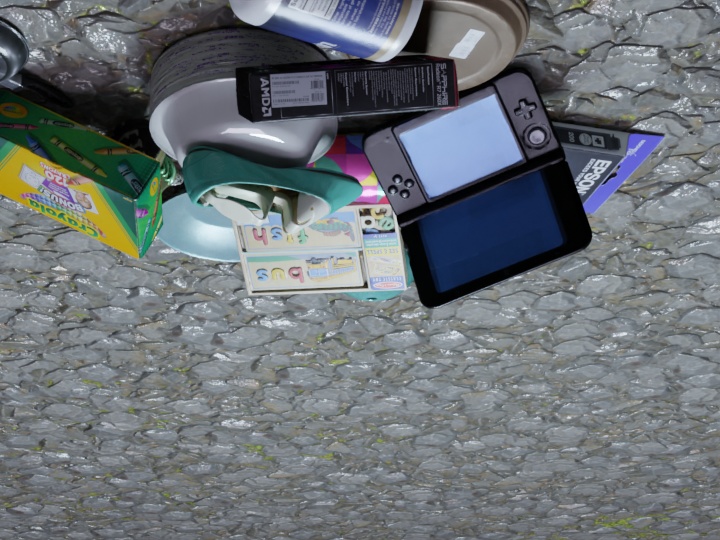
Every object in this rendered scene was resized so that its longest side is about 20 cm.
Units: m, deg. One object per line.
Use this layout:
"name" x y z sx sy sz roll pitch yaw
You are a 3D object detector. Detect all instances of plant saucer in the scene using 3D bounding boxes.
"plant saucer" -0.155 -0.069 1.832 0.198 0.039 0.202 0 154 0
"plant saucer" 0.072 -0.233 1.505 0.197 0.030 0.201 -1 154 -1

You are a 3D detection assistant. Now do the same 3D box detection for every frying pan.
"frying pan" -0.385 -0.205 1.554 0.113 0.031 0.190 -5 152 12

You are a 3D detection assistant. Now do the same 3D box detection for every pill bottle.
"pill bottle" -0.051 -0.263 1.337 0.198 0.112 0.111 13 152 -27

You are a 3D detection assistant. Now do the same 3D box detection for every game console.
"game console" 0.121 -0.088 1.593 0.198 0.117 0.177 -22 119 12

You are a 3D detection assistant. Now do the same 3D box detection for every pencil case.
"pencil case" 0.023 -0.114 1.691 0.197 0.089 0.089 -1 155 2

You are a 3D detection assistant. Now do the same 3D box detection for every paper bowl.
"paper bowl" -0.122 -0.156 1.573 0.198 0.106 0.201 -1 154 -1

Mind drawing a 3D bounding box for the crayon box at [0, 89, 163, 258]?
"crayon box" -0.312 -0.103 1.626 0.198 0.059 0.119 24 150 9

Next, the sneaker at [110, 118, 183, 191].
"sneaker" -0.240 -0.118 1.712 0.088 0.078 0.200 -10 164 -28

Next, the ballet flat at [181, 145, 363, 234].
"ballet flat" -0.090 -0.073 1.544 0.198 0.071 0.067 10 152 -23

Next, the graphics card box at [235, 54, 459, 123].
"graphics card box" -0.016 -0.175 1.435 0.197 0.052 0.125 -6 -168 -9

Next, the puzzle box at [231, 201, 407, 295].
"puzzle box" -0.048 -0.029 1.776 0.197 0.026 0.134 -3 131 9

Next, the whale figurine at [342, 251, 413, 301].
"whale figurine" 0.000 0.000 1.904 0.157 0.105 0.200 6 157 -21

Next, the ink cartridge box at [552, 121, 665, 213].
"ink cartridge box" 0.228 -0.107 1.760 0.197 0.044 0.198 5 154 -15
